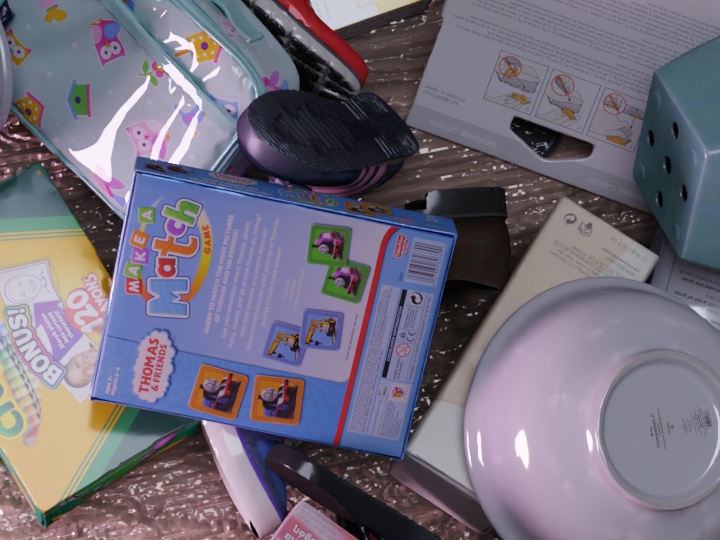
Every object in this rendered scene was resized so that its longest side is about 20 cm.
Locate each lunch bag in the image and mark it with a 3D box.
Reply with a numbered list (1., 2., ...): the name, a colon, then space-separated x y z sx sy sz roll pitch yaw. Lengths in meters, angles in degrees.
1. lunch bag: -0.145 -0.137 1.663 0.200 0.161 0.077 45 32 8

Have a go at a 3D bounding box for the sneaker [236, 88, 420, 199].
1. sneaker: -0.034 -0.065 1.634 0.082 0.200 0.070 -42 73 21

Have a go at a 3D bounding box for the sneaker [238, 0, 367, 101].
1. sneaker: -0.059 -0.199 1.693 0.085 0.077 0.200 -43 88 -18

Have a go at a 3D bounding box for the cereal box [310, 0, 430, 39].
1. cereal box: -0.068 -0.214 1.751 0.199 0.040 0.145 -19 81 -9

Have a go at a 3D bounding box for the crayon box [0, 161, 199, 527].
1. crayon box: -0.205 0.048 1.663 0.118 0.058 0.201 -31 81 -12

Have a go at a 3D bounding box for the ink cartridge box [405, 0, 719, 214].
1. ink cartridge box: 0.149 -0.146 1.723 0.199 0.177 0.045 20 34 -1

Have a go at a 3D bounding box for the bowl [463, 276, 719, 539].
1. bowl: 0.171 0.100 1.590 0.199 0.090 0.203 2 85 -17

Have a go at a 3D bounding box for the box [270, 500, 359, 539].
1. box: 0.011 0.245 1.555 0.199 0.103 0.095 35 60 4

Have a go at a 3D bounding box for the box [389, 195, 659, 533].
1. box: 0.106 0.063 1.675 0.077 0.095 0.201 32 74 3

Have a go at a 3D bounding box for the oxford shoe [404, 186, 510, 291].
1. oxford shoe: 0.000 0.000 1.620 0.198 0.073 0.085 -7 86 -7

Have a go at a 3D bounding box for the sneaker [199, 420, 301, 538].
1. sneaker: -0.041 0.055 1.667 0.145 0.081 0.201 -20 74 -6

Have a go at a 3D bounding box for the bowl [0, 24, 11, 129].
1. bowl: -0.282 -0.125 1.640 0.090 0.201 0.203 -9 76 -34

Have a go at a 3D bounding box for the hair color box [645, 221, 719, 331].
1. hair color box: 0.221 0.066 1.703 0.098 0.061 0.201 18 75 -2

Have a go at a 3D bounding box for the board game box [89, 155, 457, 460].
1. board game box: -0.054 0.024 1.578 0.198 0.037 0.152 11 109 -7

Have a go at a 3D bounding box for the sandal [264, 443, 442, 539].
1. sandal: 0.015 0.177 1.627 0.199 0.075 0.045 34 75 -21

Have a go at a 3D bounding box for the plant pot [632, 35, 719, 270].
1. plant pot: 0.287 -0.079 1.662 0.198 0.142 0.142 -7 43 -17
